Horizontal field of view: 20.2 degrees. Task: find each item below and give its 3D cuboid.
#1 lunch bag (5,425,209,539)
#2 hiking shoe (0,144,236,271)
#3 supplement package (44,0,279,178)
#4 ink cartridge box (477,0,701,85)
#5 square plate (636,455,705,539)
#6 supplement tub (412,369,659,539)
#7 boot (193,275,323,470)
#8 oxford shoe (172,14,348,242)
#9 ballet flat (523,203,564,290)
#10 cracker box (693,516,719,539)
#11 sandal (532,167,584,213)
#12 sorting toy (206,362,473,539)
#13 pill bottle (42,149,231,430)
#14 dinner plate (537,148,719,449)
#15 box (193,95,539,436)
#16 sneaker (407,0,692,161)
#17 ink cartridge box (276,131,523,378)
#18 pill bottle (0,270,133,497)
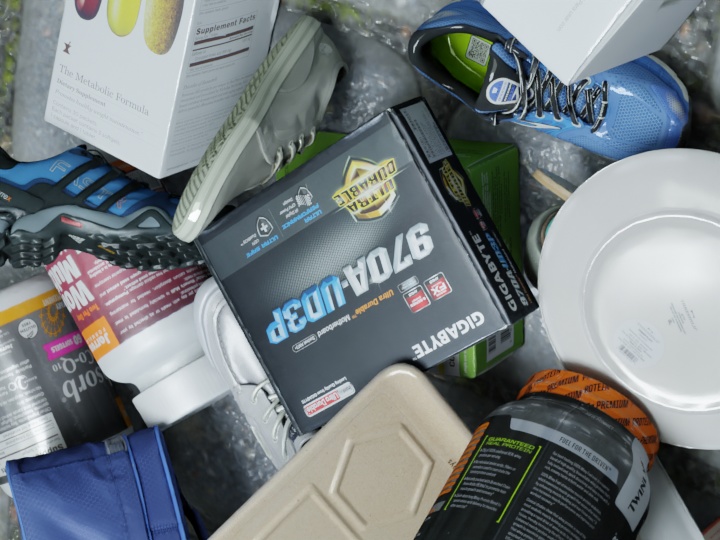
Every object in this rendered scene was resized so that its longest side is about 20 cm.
[{"bbox_3d":[-0.168,0.220,1.455,0.136,0.132,0.201,95,159,-65],"label":"lunch bag"},{"bbox_3d":[-0.178,-0.051,1.420,0.074,0.199,0.087,130,139,-63],"label":"hiking shoe"},{"bbox_3d":[-0.133,-0.186,1.420,0.113,0.109,0.201,26,118,24],"label":"supplement package"},{"bbox_3d":[0.109,-0.217,1.226,0.200,0.146,0.084,46,124,13],"label":"ink cartridge box"},{"bbox_3d":[0.162,0.226,1.353,0.200,0.028,0.198,-56,47,37],"label":"square plate"},{"bbox_3d":[0.103,0.168,1.258,0.122,0.200,0.123,26,154,14],"label":"supplement tub"},{"bbox_3d":[-0.047,0.095,1.430,0.073,0.096,0.200,-34,113,-5],"label":"boot"},{"bbox_3d":[-0.064,-0.092,1.366,0.058,0.200,0.075,39,145,-12],"label":"oxford shoe"},{"bbox_3d":[0.191,0.031,1.309,0.200,0.067,0.064,38,155,7],"label":"ballet flat"},{"bbox_3d":[0.278,0.275,1.326,0.200,0.058,0.134,37,122,18],"label":"cracker box"},{"bbox_3d":[0.216,-0.031,1.275,0.211,0.078,0.070,35,101,13],"label":"sandal"},{"bbox_3d":[0.008,0.184,1.333,0.185,0.200,0.036,51,174,-24],"label":"sorting toy"},{"bbox_3d":[-0.164,0.014,1.505,0.109,0.109,0.200,-31,86,36],"label":"pill bottle"},{"bbox_3d":[0.201,0.023,1.239,0.199,0.024,0.201,10,116,22],"label":"dinner plate"},{"bbox_3d":[0.000,0.000,1.337,0.200,0.046,0.159,-30,88,37],"label":"box"},{"bbox_3d":[0.116,-0.113,1.290,0.199,0.089,0.079,22,117,24],"label":"sneaker"},{"bbox_3d":[0.008,-0.016,1.402,0.199,0.076,0.148,7,109,31],"label":"ink cartridge box"},{"bbox_3d":[-0.247,0.110,1.589,0.116,0.116,0.201,-23,92,36],"label":"pill bottle"}]
